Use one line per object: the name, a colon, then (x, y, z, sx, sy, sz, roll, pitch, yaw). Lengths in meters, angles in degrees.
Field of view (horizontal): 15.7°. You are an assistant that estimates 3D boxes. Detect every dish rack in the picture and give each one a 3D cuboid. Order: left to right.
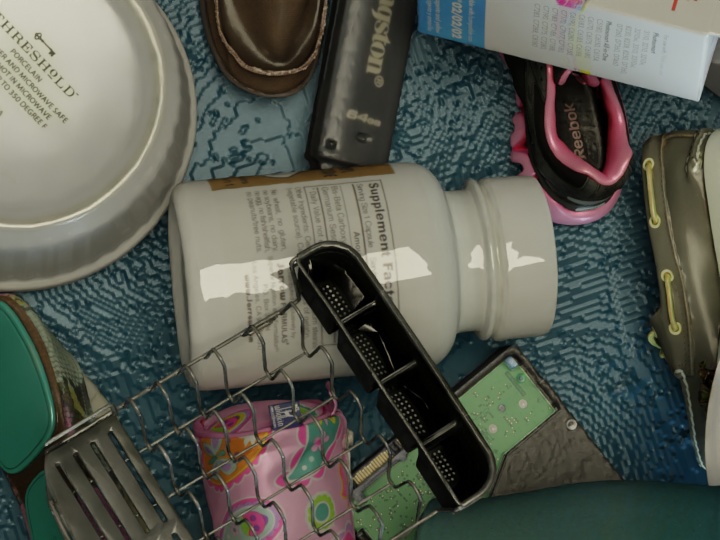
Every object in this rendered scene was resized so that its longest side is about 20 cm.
dish rack: (-0.052, 0.098, 1.305, 0.200, 0.055, 0.153, -31, 78, -14)

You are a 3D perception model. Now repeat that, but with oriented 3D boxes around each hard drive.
hard drive: (0.093, 0.160, 1.461, 0.140, 0.038, 0.200, -40, 93, -9)

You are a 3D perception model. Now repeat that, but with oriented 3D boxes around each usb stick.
usb stick: (0.008, -0.147, 1.464, 0.055, 0.033, 0.200, 15, 84, -42)

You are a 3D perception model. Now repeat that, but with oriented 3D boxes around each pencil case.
pencil case: (-0.033, 0.164, 1.405, 0.087, 0.087, 0.200, -11, 96, -9)

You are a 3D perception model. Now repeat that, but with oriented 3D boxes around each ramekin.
ramekin: (-0.186, -0.091, 1.400, 0.202, 0.094, 0.203, 1, 82, -8)

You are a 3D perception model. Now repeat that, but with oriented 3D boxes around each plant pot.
plant pot: (0.115, 0.196, 1.354, 0.188, 0.200, 0.200, 9, 85, 7)

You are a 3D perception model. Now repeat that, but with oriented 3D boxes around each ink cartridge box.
ink cartridge box: (0.141, -0.165, 1.393, 0.200, 0.068, 0.115, 15, 62, 10)

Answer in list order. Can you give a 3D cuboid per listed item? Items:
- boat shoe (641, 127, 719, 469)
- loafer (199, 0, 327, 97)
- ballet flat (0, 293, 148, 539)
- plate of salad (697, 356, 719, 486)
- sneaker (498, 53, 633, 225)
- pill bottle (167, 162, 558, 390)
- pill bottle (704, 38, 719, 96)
boat shoe: (0.195, 0.019, 1.474, 0.060, 0.072, 0.202, 1, 100, 31)
loafer: (-0.051, -0.197, 1.445, 0.073, 0.071, 0.200, 0, 86, -8)
ballet flat: (-0.155, 0.104, 1.404, 0.071, 0.069, 0.200, 5, 53, -43)
plate of salad: (0.250, 0.061, 1.451, 0.200, 0.048, 0.200, -18, 118, -38)
sneaker: (0.108, -0.127, 1.453, 0.079, 0.095, 0.200, -18, 88, -8)
pill bottle: (0.000, 0.000, 1.418, 0.200, 0.114, 0.114, -5, 87, -9)
pill bottle: (0.267, -0.183, 1.471, 0.111, 0.111, 0.200, 29, 82, -6)
